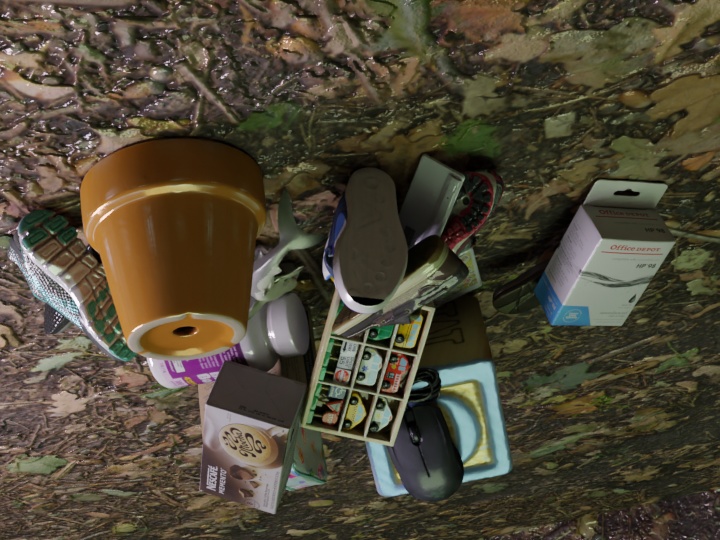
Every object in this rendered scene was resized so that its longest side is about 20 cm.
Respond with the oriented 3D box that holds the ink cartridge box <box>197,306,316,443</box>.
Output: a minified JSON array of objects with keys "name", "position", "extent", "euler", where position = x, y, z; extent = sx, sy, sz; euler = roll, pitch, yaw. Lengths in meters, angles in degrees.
[{"name":"ink cartridge box","position":[-0.147,0.158,1.621],"extent":[0.075,0.165,0.200],"euler":[13,147,-40]}]

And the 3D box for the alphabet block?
[{"name":"alphabet block","position":[0.098,0.175,1.625],"extent":[0.196,0.200,0.196],"euler":[-10,115,4]}]

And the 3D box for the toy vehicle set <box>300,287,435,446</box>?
[{"name":"toy vehicle set","position":[0.007,0.118,1.432],"extent":[0.124,0.027,0.201],"euler":[12,110,-9]}]

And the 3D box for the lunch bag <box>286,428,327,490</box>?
[{"name":"lunch bag","position":[-0.114,0.242,1.771],"extent":[0.077,0.201,0.160],"euler":[-14,157,13]}]

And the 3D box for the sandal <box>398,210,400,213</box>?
[{"name":"sandal","position":[0.069,-0.033,1.434],"extent":[0.200,0.048,0.075],"euler":[13,147,-41]}]

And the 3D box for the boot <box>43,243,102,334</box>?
[{"name":"boot","position":[-0.300,0.032,1.409],"extent":[0.130,0.068,0.200],"euler":[13,145,-36]}]

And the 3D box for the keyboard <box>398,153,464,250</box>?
[{"name":"keyboard","position":[0.062,-0.037,1.324],"extent":[0.011,0.056,0.200],"euler":[-27,144,-52]}]

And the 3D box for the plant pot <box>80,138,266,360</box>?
[{"name":"plant pot","position":[-0.192,-0.011,1.221],"extent":[0.199,0.184,0.200],"euler":[-8,155,-4]}]

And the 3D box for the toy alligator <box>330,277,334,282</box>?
[{"name":"toy alligator","position":[0.000,0.000,1.480],"extent":[0.059,0.054,0.200],"euler":[-41,158,5]}]

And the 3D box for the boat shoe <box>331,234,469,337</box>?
[{"name":"boat shoe","position":[0.044,0.034,1.310],"extent":[0.066,0.072,0.201],"euler":[39,132,-14]}]

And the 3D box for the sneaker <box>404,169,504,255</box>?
[{"name":"sneaker","position":[0.099,-0.039,1.354],"extent":[0.200,0.081,0.075],"euler":[-45,170,30]}]

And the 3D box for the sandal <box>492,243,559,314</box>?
[{"name":"sandal","position":[0.270,-0.002,1.563],"extent":[0.200,0.055,0.082],"euler":[-27,138,16]}]

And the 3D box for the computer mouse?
[{"name":"computer mouse","position":[0.074,0.237,1.514],"extent":[0.138,0.053,0.200],"euler":[-23,113,8]}]

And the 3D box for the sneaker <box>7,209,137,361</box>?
[{"name":"sneaker","position":[-0.325,0.022,1.300],"extent":[0.091,0.200,0.078],"euler":[-20,-161,48]}]

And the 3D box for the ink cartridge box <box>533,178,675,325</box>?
[{"name":"ink cartridge box","position":[0.319,-0.019,1.468],"extent":[0.115,0.067,0.200],"euler":[1,135,-22]}]

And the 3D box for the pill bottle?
[{"name":"pill bottle","position":[-0.174,0.088,1.507],"extent":[0.199,0.113,0.112],"euler":[-11,156,15]}]

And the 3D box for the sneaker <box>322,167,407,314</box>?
[{"name":"sneaker","position":[0.000,-0.002,1.286],"extent":[0.080,0.201,0.147],"euler":[8,141,-8]}]

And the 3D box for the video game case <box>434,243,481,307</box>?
[{"name":"video game case","position":[0.071,0.028,1.510],"extent":[0.182,0.023,0.200],"euler":[-26,163,3]}]

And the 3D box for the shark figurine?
[{"name":"shark figurine","position":[-0.124,-0.012,1.382],"extent":[0.128,0.090,0.215],"euler":[-39,171,-18]}]

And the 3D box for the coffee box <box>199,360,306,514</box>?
[{"name":"coffee box","position":[-0.143,0.221,1.495],"extent":[0.113,0.080,0.200],"euler":[16,136,4]}]
